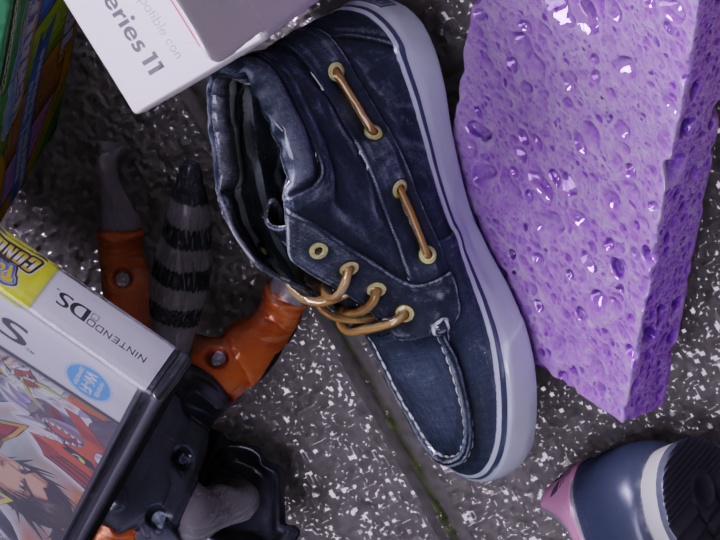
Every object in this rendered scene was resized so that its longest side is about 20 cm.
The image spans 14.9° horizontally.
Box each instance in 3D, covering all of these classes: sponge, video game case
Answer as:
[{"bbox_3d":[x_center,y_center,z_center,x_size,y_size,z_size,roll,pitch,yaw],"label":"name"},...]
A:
[{"bbox_3d":[0.084,-0.049,1.057,0.111,0.030,0.201,35,132,35],"label":"sponge"},{"bbox_3d":[-0.166,0.033,1.036,0.180,0.026,0.200,34,147,1],"label":"video game case"}]

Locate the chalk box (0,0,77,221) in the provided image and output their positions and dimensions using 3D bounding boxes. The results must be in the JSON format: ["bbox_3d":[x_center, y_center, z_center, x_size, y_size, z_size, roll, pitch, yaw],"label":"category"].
[{"bbox_3d":[-0.189,-0.084,1.083,0.124,0.200,0.125,15,116,2],"label":"chalk box"}]

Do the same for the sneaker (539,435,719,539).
[{"bbox_3d":[0.138,0.162,1.147,0.082,0.070,0.201,-9,105,42],"label":"sneaker"}]

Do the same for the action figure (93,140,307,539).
[{"bbox_3d":[-0.110,0.044,1.151,0.199,0.105,0.194,16,89,1],"label":"action figure"}]

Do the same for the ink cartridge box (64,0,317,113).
[{"bbox_3d":[-0.066,-0.136,1.024,0.067,0.200,0.117,-28,98,28],"label":"ink cartridge box"}]

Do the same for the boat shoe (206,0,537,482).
[{"bbox_3d":[0.000,0.000,1.084,0.071,0.091,0.201,-6,104,51],"label":"boat shoe"}]
